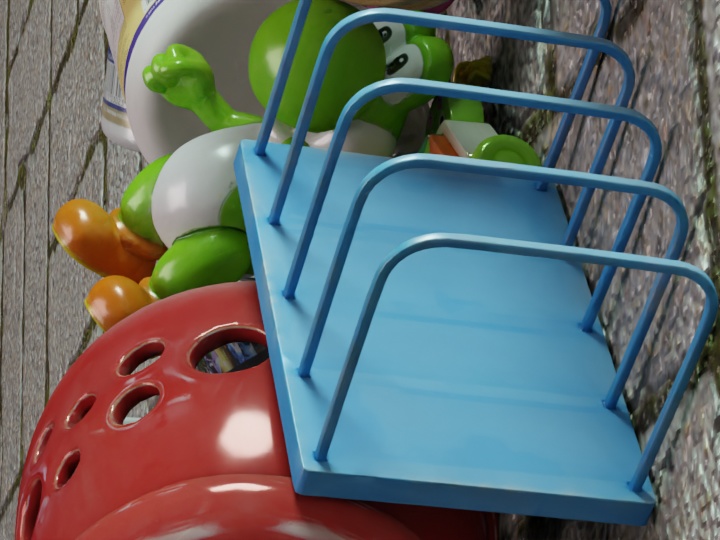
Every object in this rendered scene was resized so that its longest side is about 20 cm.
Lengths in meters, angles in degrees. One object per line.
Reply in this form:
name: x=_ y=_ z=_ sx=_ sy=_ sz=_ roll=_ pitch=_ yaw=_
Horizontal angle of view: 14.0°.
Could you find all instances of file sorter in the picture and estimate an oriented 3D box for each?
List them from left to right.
file sorter: x=0.042 y=-0.019 z=1.125 sx=0.200 sy=0.139 sz=0.123 roll=-103 pitch=24 yaw=-49

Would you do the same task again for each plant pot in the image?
plant pot: x=-0.040 y=0.130 z=1.172 sx=0.183 sy=0.200 sz=0.200 roll=-96 pitch=15 yaw=-64

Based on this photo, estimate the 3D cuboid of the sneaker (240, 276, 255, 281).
sneaker: x=-0.047 y=0.028 z=1.565 sx=0.200 sy=0.074 sz=0.089 roll=-81 pitch=-7 yaw=-78

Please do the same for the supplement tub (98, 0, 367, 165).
supplement tub: x=-0.062 y=-0.131 z=1.558 sx=0.200 sy=0.145 sz=0.145 roll=-110 pitch=28 yaw=-60

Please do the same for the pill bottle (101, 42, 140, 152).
pill bottle: x=-0.091 y=-0.172 z=1.761 sx=0.111 sy=0.111 sz=0.200 roll=-129 pitch=45 yaw=-70

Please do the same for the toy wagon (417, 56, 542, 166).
toy wagon: x=0.042 y=-0.004 z=1.321 sx=0.155 sy=0.040 sz=0.200 roll=121 pitch=150 yaw=-61

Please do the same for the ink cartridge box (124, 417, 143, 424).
ink cartridge box: x=-0.086 y=0.128 z=1.585 sx=0.200 sy=0.144 sz=0.084 roll=159 pitch=114 yaw=-75

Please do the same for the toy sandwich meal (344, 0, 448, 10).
toy sandwich meal: x=-0.010 y=-0.203 z=1.247 sx=0.070 sy=0.205 sz=0.205 roll=-43 pitch=-6 yaw=-26

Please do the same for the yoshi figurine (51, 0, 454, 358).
yoshi figurine: x=-0.053 y=-0.057 z=1.327 sx=0.200 sy=0.112 sz=0.112 roll=-39 pitch=5 yaw=11

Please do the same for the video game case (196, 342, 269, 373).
video game case: x=-0.017 y=0.096 z=1.375 sx=0.182 sy=0.023 sz=0.200 roll=64 pitch=162 yaw=2

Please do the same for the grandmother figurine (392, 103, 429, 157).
grandmother figurine: x=0.000 y=0.000 z=1.431 sx=0.121 sy=0.061 sz=0.200 roll=-95 pitch=11 yaw=-71

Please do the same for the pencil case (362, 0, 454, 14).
pencil case: x=0.033 y=-0.214 z=1.335 sx=0.094 sy=0.091 sz=0.200 roll=-56 pitch=-8 yaw=-43
